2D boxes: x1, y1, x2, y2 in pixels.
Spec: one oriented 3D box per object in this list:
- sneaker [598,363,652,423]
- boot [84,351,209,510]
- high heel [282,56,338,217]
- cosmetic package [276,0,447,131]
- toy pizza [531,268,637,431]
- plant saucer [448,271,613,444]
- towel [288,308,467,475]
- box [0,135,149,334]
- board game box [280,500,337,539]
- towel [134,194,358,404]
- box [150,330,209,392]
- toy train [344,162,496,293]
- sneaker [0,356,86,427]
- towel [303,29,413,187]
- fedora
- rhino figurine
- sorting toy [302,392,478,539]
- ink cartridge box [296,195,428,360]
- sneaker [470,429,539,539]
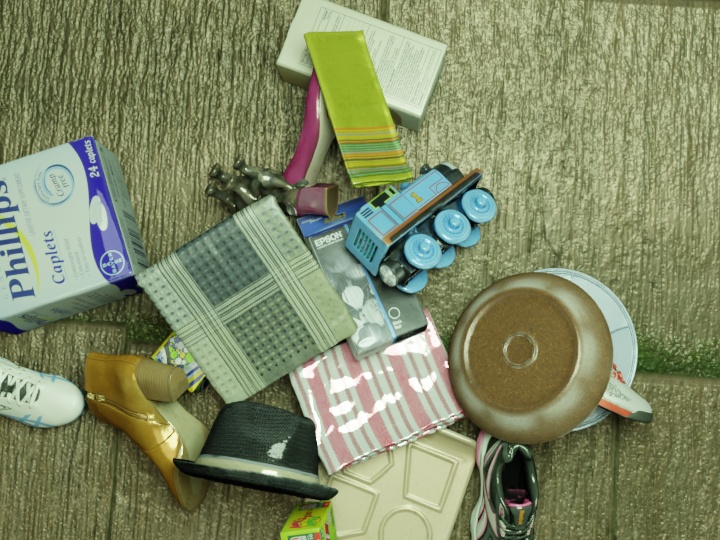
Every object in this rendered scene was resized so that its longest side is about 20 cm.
[{"bbox_3d":[0.271,0.097,1.035,0.199,0.067,0.109,24,87,7],"label":"sneaker"},{"bbox_3d":[-0.265,0.194,1.071,0.142,0.071,0.204,3,112,27],"label":"boot"},{"bbox_3d":[-0.074,-0.167,1.083,0.095,0.067,0.203,9,100,28],"label":"high heel"},{"bbox_3d":[0.003,-0.267,1.118,0.198,0.071,0.106,23,84,4],"label":"cosmetic package"},{"bbox_3d":[0.245,0.099,1.085,0.197,0.032,0.203,0,84,2],"label":"toy pizza"},{"bbox_3d":[0.186,0.094,0.995,0.198,0.037,0.203,-9,70,26],"label":"plant saucer"},{"bbox_3d":[0.023,0.143,1.053,0.198,0.030,0.148,-20,68,-13],"label":"towel"},{"bbox_3d":[-0.385,-0.041,1.083,0.197,0.105,0.186,-19,82,0],"label":"box"},{"bbox_3d":[-0.046,0.383,1.004,0.047,0.102,0.203,-9,92,7],"label":"board game box"},{"bbox_3d":[-0.128,0.039,1.008,0.191,0.035,0.201,-31,107,5],"label":"towel"},{"bbox_3d":[-0.166,0.053,1.086,0.070,0.064,0.201,38,86,5],"label":"box"},{"bbox_3d":[0.078,-0.061,1.053,0.114,0.087,0.199,45,59,12],"label":"toy train"},{"bbox_3d":[-0.441,0.146,1.078,0.197,0.073,0.073,17,82,2],"label":"sneaker"},{"bbox_3d":[-0.002,-0.194,1.027,0.085,0.018,0.203,-9,75,-33],"label":"towel"},{"bbox_3d":[-0.114,0.203,0.996,0.198,0.201,0.093,9,74,3],"label":"fedora"},{"bbox_3d":[-0.120,-0.097,1.044,0.087,0.199,0.060,31,77,-25],"label":"rhino figurine"},{"bbox_3d":[0.031,0.273,1.070,0.183,0.036,0.203,20,88,4],"label":"sorting toy"},{"bbox_3d":[0.000,0.000,1.077,0.098,0.039,0.202,-21,72,-12],"label":"ink cartridge box"},{"bbox_3d":[0.174,0.283,1.020,0.079,0.086,0.203,-9,96,-7],"label":"sneaker"}]
